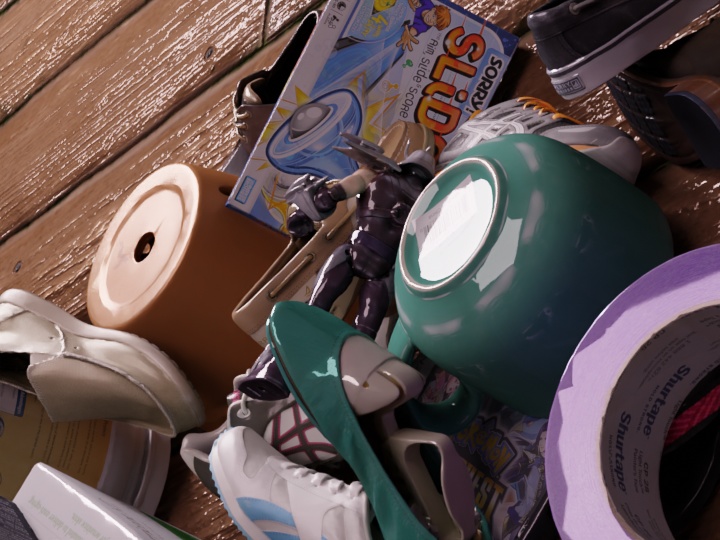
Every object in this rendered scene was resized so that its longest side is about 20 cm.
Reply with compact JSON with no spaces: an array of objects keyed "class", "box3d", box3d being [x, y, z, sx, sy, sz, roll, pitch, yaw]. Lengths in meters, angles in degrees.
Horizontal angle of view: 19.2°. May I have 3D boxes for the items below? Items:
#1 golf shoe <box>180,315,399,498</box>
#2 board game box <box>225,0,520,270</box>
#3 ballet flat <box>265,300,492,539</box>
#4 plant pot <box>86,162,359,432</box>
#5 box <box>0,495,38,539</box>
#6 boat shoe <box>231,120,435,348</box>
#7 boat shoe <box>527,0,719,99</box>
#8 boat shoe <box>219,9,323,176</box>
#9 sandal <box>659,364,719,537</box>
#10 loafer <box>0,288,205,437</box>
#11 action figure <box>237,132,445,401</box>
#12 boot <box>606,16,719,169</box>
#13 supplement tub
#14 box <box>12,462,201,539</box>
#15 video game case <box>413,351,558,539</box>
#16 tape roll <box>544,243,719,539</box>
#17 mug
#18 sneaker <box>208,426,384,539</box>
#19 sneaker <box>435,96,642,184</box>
[{"class":"golf shoe","box3d":[-0.041,0.095,1.425,0.200,0.088,0.077,-49,16,29]},{"class":"board game box","box3d":[0.009,-0.104,1.498,0.201,0.135,0.034,-64,6,-5]},{"class":"ballet flat","box3d":[0.020,0.095,1.252,0.070,0.200,0.067,-28,3,36]},{"class":"plant pot","box3d":[-0.107,0.012,1.567,0.200,0.140,0.201,-35,40,35]},{"class":"box","box3d":[-0.266,0.225,1.323,0.148,0.104,0.200,-58,31,3]},{"class":"boat shoe","box3d":[-0.015,-0.031,1.415,0.071,0.064,0.200,-30,26,59]},{"class":"boat shoe","box3d":[0.176,-0.182,1.301,0.200,0.068,0.072,-37,14,-27]},{"class":"boat shoe","box3d":[-0.069,-0.127,1.690,0.200,0.073,0.075,-53,31,13]},{"class":"sandal","box3d":[0.185,0.066,1.184,0.200,0.045,0.075,-59,32,3]},{"class":"loafer","box3d":[-0.196,0.079,1.511,0.200,0.076,0.068,21,59,33]},{"class":"action figure","box3d":[0.000,0.000,1.349,0.200,0.130,0.069,-62,4,-21]},{"class":"boot","box3d":[0.218,-0.117,1.292,0.097,0.075,0.200,-34,20,-6]},{"class":"supplement tub","box3d":[-0.260,0.135,1.615,0.145,0.199,0.145,-43,36,43]},{"class":"box","box3d":[-0.161,0.267,1.403,0.199,0.171,0.201,22,84,59]},{"class":"video game case","box3d":[0.092,0.079,1.330,0.181,0.025,0.200,-59,31,2]},{"class":"tape roll","box3d":[0.194,0.089,1.085,0.200,0.066,0.201,-17,60,33]},{"class":"mug","box3d":[0.086,0.010,1.259,0.152,0.114,0.186,8,72,57]},{"class":"sneaker","box3d":[-0.020,0.161,1.351,0.081,0.076,0.200,-51,57,10]},{"class":"sneaker","box3d":[0.112,-0.078,1.385,0.200,0.078,0.077,-4,57,56]}]
